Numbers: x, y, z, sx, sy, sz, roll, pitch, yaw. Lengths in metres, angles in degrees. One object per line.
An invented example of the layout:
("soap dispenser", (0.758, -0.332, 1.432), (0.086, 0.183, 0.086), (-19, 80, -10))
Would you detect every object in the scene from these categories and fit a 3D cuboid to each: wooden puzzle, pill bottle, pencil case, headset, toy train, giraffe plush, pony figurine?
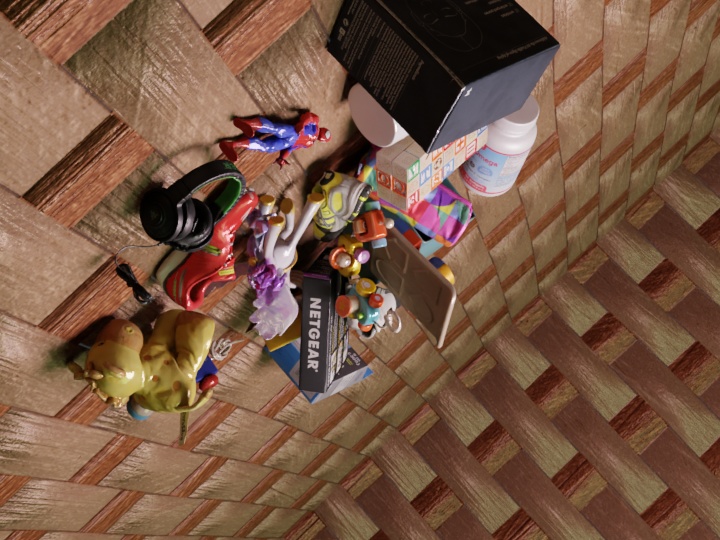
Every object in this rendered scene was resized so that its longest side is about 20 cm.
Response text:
("wooden puzzle", (0.085, 0.005, 1.780), (0.046, 0.200, 0.185), (-33, 159, -18))
("pill bottle", (0.246, -0.227, 2.016), (0.109, 0.109, 0.200), (-34, 160, -27))
("pencil case", (0.078, -0.118, 1.754), (0.089, 0.200, 0.088), (-56, -172, 12))
("headset", (-0.220, -0.051, 1.414), (0.200, 0.094, 0.123), (-39, 163, 6))
("toy train", (0.000, 0.000, 1.730), (0.055, 0.201, 0.150), (-10, -176, -31))
("toy train", (-0.280, 0.172, 1.841), (0.200, 0.085, 0.116), (-22, 163, -50))
("giraffe plush", (-0.312, 0.132, 1.585), (0.162, 0.200, 0.173), (21, 134, -35))
("pony figurine", (-0.137, -0.007, 1.657), (0.193, 0.166, 0.200), (-34, 147, -50))
("pill bottle", (0.087, -0.258, 1.581), (0.200, 0.114, 0.114), (-34, 161, -27))

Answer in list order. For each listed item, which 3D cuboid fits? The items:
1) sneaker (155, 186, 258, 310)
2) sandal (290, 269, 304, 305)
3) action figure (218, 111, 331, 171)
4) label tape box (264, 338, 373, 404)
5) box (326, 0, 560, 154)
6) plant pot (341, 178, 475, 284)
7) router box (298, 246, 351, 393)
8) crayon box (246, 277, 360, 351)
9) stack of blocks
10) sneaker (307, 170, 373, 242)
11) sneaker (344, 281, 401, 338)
("sneaker", (-0.191, -0.027, 1.550), (0.200, 0.085, 0.077), (-50, 162, 22))
("sandal", (-0.116, 0.031, 1.913), (0.079, 0.059, 0.207), (-30, -177, 16))
("action figure", (-0.099, -0.172, 1.486), (0.200, 0.052, 0.066), (-19, 146, -57))
("label tape box", (-0.064, 0.155, 2.161), (0.200, 0.143, 0.066), (-20, 152, -51))
("box", (0.103, -0.279, 1.427), (0.200, 0.197, 0.124), (-28, 157, -39))
("plant pot", (0.060, -0.069, 1.932), (0.141, 0.141, 0.200), (-27, 165, -42))
("router box", (-0.056, 0.079, 1.865), (0.149, 0.051, 0.201), (-54, 149, -67))
("crayon box", (-0.090, 0.082, 2.024), (0.200, 0.051, 0.127), (-24, 177, -45))
("stack of blocks", (0.107, -0.192, 1.678), (0.200, 0.058, 0.115), (-42, 148, -30))
("sneaker", (-0.042, -0.104, 1.738), (0.076, 0.076, 0.200), (-59, -175, -24))
("sneaker", (0.016, 0.069, 1.909), (0.200, 0.074, 0.089), (11, 86, -69))
